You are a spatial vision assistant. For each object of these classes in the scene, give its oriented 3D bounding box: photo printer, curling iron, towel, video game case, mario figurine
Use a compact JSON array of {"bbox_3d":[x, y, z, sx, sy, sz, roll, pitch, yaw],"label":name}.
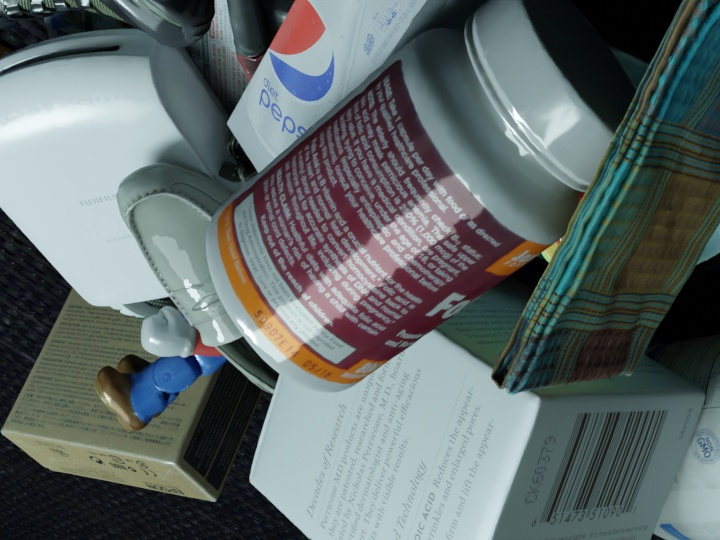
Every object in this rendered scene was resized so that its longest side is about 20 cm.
[{"bbox_3d":[-0.155,-0.066,0.845,0.164,0.070,0.201,-10,139,20],"label":"photo printer"},{"bbox_3d":[-0.064,-0.118,0.747,0.025,0.050,0.201,22,145,15],"label":"curling iron"},{"bbox_3d":[0.140,-0.035,0.585,0.022,0.202,0.146,35,-160,30],"label":"towel"},{"bbox_3d":[-0.117,-0.130,0.839,0.180,0.022,0.201,21,152,7],"label":"video game case"},{"bbox_3d":[-0.105,0.023,0.954,0.199,0.124,0.106,-35,126,7],"label":"mario figurine"}]

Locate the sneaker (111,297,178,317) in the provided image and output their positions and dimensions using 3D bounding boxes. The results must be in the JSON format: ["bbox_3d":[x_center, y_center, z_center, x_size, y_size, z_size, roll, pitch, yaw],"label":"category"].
[{"bbox_3d":[-0.162,-0.026,0.995,0.090,0.078,0.201,8,149,21],"label":"sneaker"}]

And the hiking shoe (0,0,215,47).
[{"bbox_3d":[-0.171,-0.173,0.734,0.199,0.076,0.101,34,131,4],"label":"hiking shoe"}]

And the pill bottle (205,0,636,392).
[{"bbox_3d":[0.031,-0.039,0.621,0.199,0.115,0.114,-37,119,28],"label":"pill bottle"}]

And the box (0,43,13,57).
[{"bbox_3d":[-0.313,-0.145,0.951,0.198,0.042,0.119,32,151,-7],"label":"box"}]

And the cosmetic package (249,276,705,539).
[{"bbox_3d":[0.066,0.103,0.809,0.163,0.167,0.199,4,-160,-42],"label":"cosmetic package"}]

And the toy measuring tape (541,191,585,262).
[{"bbox_3d":[0.088,-0.029,0.691,0.197,0.074,0.074,1,145,18],"label":"toy measuring tape"}]

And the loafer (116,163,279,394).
[{"bbox_3d":[-0.081,0.012,0.821,0.069,0.070,0.200,-27,133,17],"label":"loafer"}]

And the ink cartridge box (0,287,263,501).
[{"bbox_3d":[-0.180,0.092,1.102,0.197,0.166,0.075,4,148,34],"label":"ink cartridge box"}]

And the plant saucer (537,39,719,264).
[{"bbox_3d":[0.121,-0.072,0.730,0.198,0.039,0.202,20,150,12],"label":"plant saucer"}]

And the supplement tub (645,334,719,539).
[{"bbox_3d":[0.262,0.099,0.806,0.132,0.133,0.199,40,148,-27],"label":"supplement tub"}]

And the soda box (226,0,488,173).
[{"bbox_3d":[0.001,-0.115,0.679,0.064,0.068,0.200,56,145,11],"label":"soda box"}]
